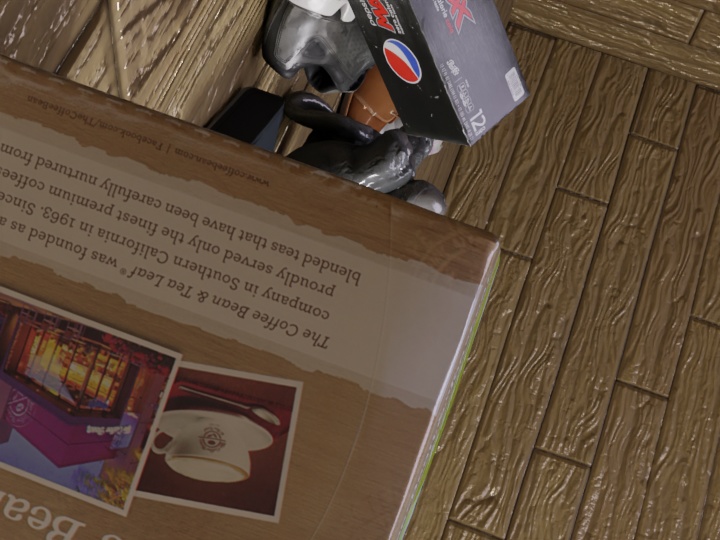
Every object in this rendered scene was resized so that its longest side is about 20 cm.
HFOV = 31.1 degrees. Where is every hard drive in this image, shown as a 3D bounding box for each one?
[{"bbox_3d":[-0.102,-0.004,0.854,0.140,0.033,0.201,-62,170,-57],"label":"hard drive"}]

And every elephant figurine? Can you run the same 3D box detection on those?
[{"bbox_3d":[-0.017,-0.075,1.028,0.141,0.155,0.200,-38,-150,11],"label":"elephant figurine"}]

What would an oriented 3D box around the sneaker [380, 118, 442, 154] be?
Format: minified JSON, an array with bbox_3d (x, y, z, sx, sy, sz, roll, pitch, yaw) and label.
[{"bbox_3d":[0.062,-0.202,1.423,0.081,0.088,0.201,96,1,-66],"label":"sneaker"}]

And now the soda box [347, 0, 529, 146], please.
[{"bbox_3d":[0.034,-0.180,0.820,0.063,0.071,0.200,-40,123,-23],"label":"soda box"}]

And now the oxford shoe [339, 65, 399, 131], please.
[{"bbox_3d":[0.020,-0.170,1.301,0.071,0.071,0.201,-58,168,-72],"label":"oxford shoe"}]

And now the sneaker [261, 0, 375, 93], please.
[{"bbox_3d":[-0.002,-0.169,0.916,0.200,0.066,0.091,-9,134,-53],"label":"sneaker"}]

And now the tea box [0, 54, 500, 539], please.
[{"bbox_3d":[-0.066,0.021,0.438,0.197,0.199,0.134,5,105,-85],"label":"tea box"}]
